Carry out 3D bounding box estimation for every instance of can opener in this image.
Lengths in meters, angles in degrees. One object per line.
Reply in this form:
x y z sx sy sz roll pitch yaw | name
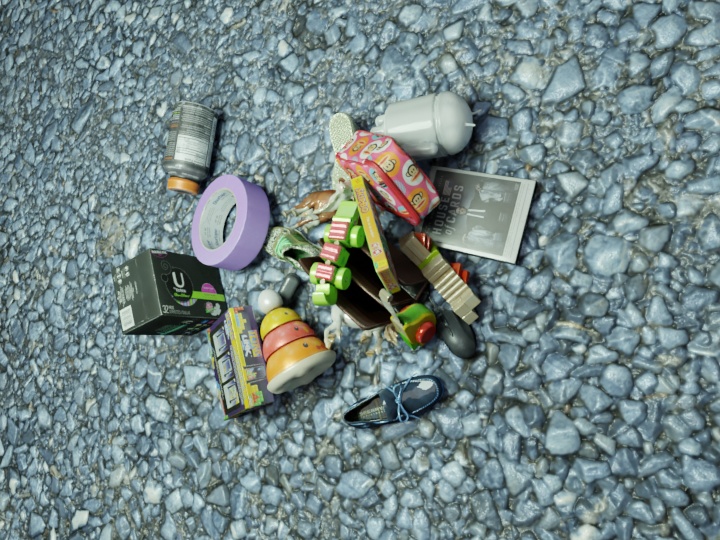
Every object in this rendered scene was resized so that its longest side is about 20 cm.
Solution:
-0.169 0.106 1.138 0.067 0.053 0.201 29 97 -6 | can opener

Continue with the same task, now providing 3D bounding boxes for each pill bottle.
-0.401 -0.282 1.265 0.105 0.106 0.202 8 87 27 | pill bottle

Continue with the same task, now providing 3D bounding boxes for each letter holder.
0.000 0.000 0.989 0.200 0.142 0.101 44 121 27 | letter holder

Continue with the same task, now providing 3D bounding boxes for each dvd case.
0.204 -0.104 0.982 0.199 0.025 0.152 14 89 27 | dvd case

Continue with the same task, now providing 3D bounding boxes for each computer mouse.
0.143 0.073 0.984 0.059 0.034 0.201 -42 67 17 | computer mouse

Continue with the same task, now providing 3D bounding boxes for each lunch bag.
0.054 -0.161 0.973 0.082 0.176 0.200 -47 30 -3 | lunch bag

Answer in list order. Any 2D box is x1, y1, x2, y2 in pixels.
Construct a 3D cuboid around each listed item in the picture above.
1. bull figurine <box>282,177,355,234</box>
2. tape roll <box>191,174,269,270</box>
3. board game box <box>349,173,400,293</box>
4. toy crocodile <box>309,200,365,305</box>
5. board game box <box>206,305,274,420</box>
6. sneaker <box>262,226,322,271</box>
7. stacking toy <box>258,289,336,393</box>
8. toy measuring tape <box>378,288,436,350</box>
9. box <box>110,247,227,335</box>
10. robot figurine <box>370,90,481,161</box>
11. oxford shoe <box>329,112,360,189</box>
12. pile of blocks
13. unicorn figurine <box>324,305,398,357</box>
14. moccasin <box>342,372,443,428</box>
-0.079 -0.122 1.046 0.121 0.200 0.066 -30 99 -20 | bull figurine
-0.287 -0.104 1.180 0.199 0.065 0.202 -12 71 38 | tape roll
0.023 -0.067 0.913 0.030 0.096 0.201 -21 62 6 | board game box
-0.043 -0.032 0.936 0.067 0.062 0.202 11 75 23 | toy crocodile
-0.253 0.193 1.116 0.165 0.056 0.202 -34 67 50 | board game box
-0.143 -0.045 1.112 0.199 0.088 0.077 23 94 28 | sneaker
-0.151 0.125 1.056 0.146 0.146 0.201 -36 73 18 | stacking toy
0.088 0.073 0.931 0.073 0.200 0.074 -11 53 15 | toy measuring tape
-0.408 0.054 1.170 0.124 0.200 0.150 -24 74 23 | box
0.121 -0.264 0.995 0.198 0.113 0.170 -4 47 27 | robot figurine
-0.022 -0.218 1.097 0.075 0.058 0.202 -5 96 20 | oxford shoe
0.152 -0.001 0.966 0.062 0.082 0.200 -42 83 15 | pile of blocks
-0.018 0.087 1.029 0.198 0.138 0.074 20 137 0 | unicorn figurine
0.058 0.251 0.983 0.199 0.068 0.081 -31 71 20 | moccasin
